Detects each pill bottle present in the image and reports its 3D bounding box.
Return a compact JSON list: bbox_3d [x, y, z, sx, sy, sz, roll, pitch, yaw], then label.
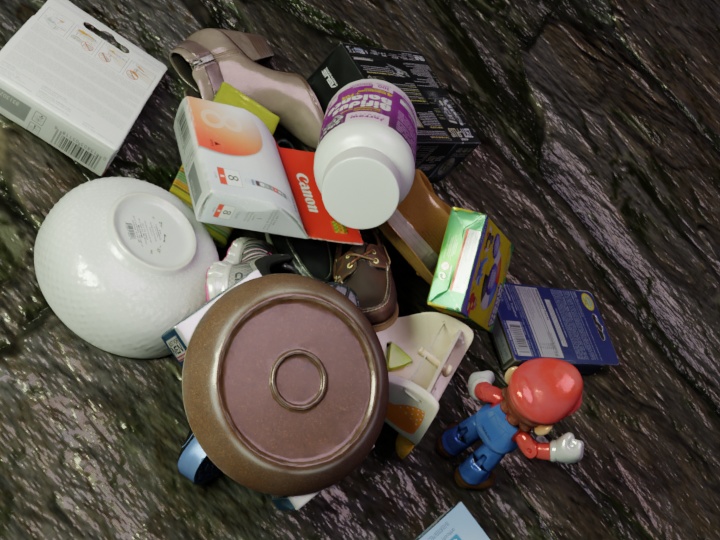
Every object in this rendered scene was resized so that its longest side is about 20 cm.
[{"bbox_3d":[0.006,-0.128,1.256,0.112,0.113,0.201,32,26,-14],"label":"pill bottle"}]

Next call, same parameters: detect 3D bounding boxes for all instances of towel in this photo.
[{"bbox_3d":[-0.161,-0.124,1.321,0.086,0.018,0.201,33,54,-20],"label":"towel"}]

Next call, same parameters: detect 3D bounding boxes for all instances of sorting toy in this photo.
[{"bbox_3d":[0.011,0.098,1.252,0.179,0.107,0.200,31,24,5],"label":"sorting toy"}]

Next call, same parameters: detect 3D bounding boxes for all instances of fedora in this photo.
[{"bbox_3d":[0.069,-0.063,1.376,0.201,0.082,0.201,49,6,-7],"label":"fedora"}]

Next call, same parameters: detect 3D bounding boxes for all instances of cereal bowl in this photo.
[{"bbox_3d":[-0.225,-0.016,1.159,0.199,0.083,0.202,23,46,-25],"label":"cereal bowl"}]

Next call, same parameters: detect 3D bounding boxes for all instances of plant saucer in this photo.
[{"bbox_3d":[-0.060,0.099,1.022,0.198,0.034,0.203,5,77,-21],"label":"plant saucer"}]

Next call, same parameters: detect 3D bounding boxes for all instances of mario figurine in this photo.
[{"bbox_3d":[0.178,0.163,1.251,0.123,0.200,0.106,36,42,-10],"label":"mario figurine"}]

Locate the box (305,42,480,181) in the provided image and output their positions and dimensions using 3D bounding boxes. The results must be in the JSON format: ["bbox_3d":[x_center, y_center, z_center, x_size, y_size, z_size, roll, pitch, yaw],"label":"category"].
[{"bbox_3d":[0.044,-0.207,1.514,0.199,0.086,0.165,-9,63,-55],"label":"box"}]

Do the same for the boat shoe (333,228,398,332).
[{"bbox_3d":[0.000,0.000,1.291,0.070,0.071,0.200,-9,26,-4],"label":"boat shoe"}]

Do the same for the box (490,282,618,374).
[{"bbox_3d":[0.250,0.077,1.511,0.198,0.032,0.122,6,54,-35],"label":"box"}]

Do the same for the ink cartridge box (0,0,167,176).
[{"bbox_3d":[-0.321,-0.214,1.282,0.161,0.050,0.201,32,34,-13],"label":"ink cartridge box"}]

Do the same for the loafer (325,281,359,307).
[{"bbox_3d":[-0.051,0.110,1.148,0.072,0.072,0.202,20,77,-5],"label":"loafer"}]

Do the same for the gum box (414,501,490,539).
[{"bbox_3d":[0.108,0.361,1.148,0.201,0.045,0.169,51,41,9],"label":"gum box"}]

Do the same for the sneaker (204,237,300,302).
[{"bbox_3d":[-0.101,0.012,1.189,0.086,0.075,0.200,4,11,5],"label":"sneaker"}]

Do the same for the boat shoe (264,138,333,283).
[{"bbox_3d":[-0.071,-0.069,1.341,0.074,0.066,0.201,5,54,-36],"label":"boat shoe"}]

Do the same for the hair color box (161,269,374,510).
[{"bbox_3d":[-0.086,0.112,1.059,0.100,0.060,0.201,-35,94,-25],"label":"hair color box"}]

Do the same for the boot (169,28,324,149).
[{"bbox_3d":[-0.143,-0.216,1.414,0.146,0.070,0.201,-26,74,-41],"label":"boot"}]

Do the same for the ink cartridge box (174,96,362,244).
[{"bbox_3d":[-0.095,-0.108,1.248,0.198,0.050,0.163,6,42,-27],"label":"ink cartridge box"}]

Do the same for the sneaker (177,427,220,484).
[{"bbox_3d":[-0.137,0.124,1.135,0.077,0.071,0.200,25,45,13],"label":"sneaker"}]

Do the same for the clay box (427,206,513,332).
[{"bbox_3d":[0.137,0.006,1.356,0.047,0.116,0.200,13,-6,21],"label":"clay box"}]
